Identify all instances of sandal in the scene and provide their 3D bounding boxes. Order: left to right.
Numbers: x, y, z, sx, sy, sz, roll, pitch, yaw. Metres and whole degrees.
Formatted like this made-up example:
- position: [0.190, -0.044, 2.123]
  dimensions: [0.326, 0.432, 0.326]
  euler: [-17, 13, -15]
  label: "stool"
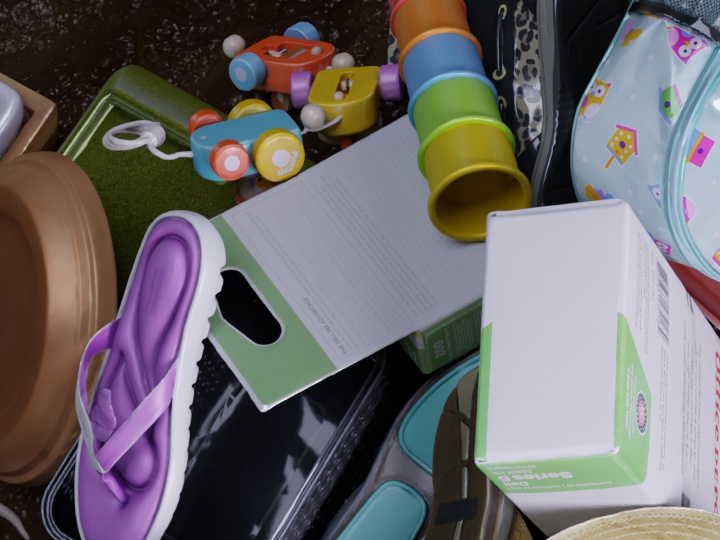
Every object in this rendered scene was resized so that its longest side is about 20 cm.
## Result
- position: [-0.131, 0.063, 1.643]
  dimensions: [0.082, 0.050, 0.204]
  euler: [11, 88, 45]
  label: "sandal"
- position: [0.067, 0.153, 1.623]
  dimensions: [0.080, 0.054, 0.201]
  euler: [-11, 65, 58]
  label: "sandal"

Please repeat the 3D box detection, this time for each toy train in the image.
- position: [-0.057, -0.089, 1.796]
  dimensions: [0.149, 0.056, 0.200]
  euler: [8, 29, 34]
  label: "toy train"

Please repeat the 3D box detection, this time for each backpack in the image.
- position: [0.212, -0.093, 1.631]
  dimensions: [0.153, 0.176, 0.201]
  euler: [31, 84, 34]
  label: "backpack"

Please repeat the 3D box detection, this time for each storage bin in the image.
- position: [-0.077, 0.105, 1.722]
  dimensions: [0.135, 0.094, 0.201]
  euler: [28, 79, 16]
  label: "storage bin"

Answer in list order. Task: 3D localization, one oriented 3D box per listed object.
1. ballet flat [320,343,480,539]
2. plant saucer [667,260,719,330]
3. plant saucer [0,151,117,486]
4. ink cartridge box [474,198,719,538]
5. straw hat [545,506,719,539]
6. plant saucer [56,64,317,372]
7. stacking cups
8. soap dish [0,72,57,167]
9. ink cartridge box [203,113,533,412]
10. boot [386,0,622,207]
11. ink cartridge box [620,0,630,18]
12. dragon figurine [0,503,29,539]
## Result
- position: [0.038, 0.118, 1.697]
  dimensions: [0.073, 0.073, 0.200]
  euler: [41, 95, 31]
  label: "ballet flat"
- position: [0.287, -0.022, 1.689]
  dimensions: [0.200, 0.037, 0.200]
  euler: [-45, 58, -3]
  label: "plant saucer"
- position: [-0.207, 0.028, 1.769]
  dimensions: [0.200, 0.037, 0.202]
  euler: [-12, 76, 56]
  label: "plant saucer"
- position: [0.134, 0.070, 1.610]
  dimensions: [0.083, 0.200, 0.146]
  euler: [-6, 64, 21]
  label: "ink cartridge box"
- position: [0.142, 0.203, 1.602]
  dimensions: [0.201, 0.201, 0.085]
  euler: [-39, 17, 0]
  label: "straw hat"
- position: [-0.139, -0.022, 1.848]
  dimensions: [0.199, 0.048, 0.200]
  euler: [29, 79, 30]
  label: "plant saucer"
- position: [0.054, -0.107, 1.703]
  dimensions: [0.060, 0.061, 0.201]
  euler: [-20, 45, 11]
  label: "stacking cups"
- position: [-0.304, -0.074, 1.917]
  dimensions: [0.199, 0.081, 0.158]
  euler: [28, 78, 29]
  label: "soap dish"
- position: [0.000, 0.000, 1.685]
  dimensions: [0.199, 0.048, 0.146]
  euler: [-29, 52, -12]
  label: "ink cartridge box"
- position: [0.085, -0.084, 1.779]
  dimensions: [0.153, 0.073, 0.205]
  euler: [6, 96, 49]
  label: "boot"
- position: [0.154, -0.229, 1.811]
  dimensions: [0.199, 0.083, 0.147]
  euler: [22, 75, 29]
  label: "ink cartridge box"
- position: [-0.300, 0.162, 1.815]
  dimensions: [0.198, 0.100, 0.059]
  euler: [-5, 61, -3]
  label: "dragon figurine"
